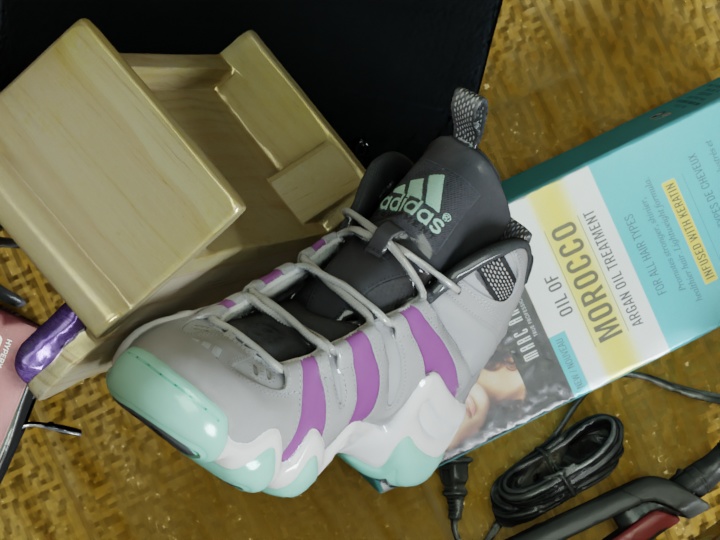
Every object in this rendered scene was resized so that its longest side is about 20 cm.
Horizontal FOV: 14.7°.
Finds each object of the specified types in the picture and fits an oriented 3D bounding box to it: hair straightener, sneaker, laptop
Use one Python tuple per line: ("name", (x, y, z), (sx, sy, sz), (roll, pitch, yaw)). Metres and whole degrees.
("hair straightener", (0.062, 0.096, 1.076), (0.200, 0.041, 0.077), (-32, 92, -6))
("sneaker", (0.000, 0.000, 0.937), (0.078, 0.200, 0.140), (35, 102, 20))
("laptop", (-0.037, -0.142, 1.088), (0.187, 0.116, 0.200), (12, 60, -6))

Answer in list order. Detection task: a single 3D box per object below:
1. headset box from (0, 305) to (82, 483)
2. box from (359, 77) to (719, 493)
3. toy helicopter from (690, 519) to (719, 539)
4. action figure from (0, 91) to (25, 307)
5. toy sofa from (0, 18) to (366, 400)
("headset box", (-0.194, 0.026, 1.000), (0.200, 0.149, 0.075), (22, 86, -4))
("box", (0.076, 0.003, 1.072), (0.200, 0.049, 0.082), (-26, 98, -6))
("toy helicopter", (0.188, 0.065, 1.042), (0.200, 0.132, 0.079), (-42, 96, -5))
("action figure", (-0.187, -0.067, 1.000), (0.102, 0.119, 0.200), (-18, 62, -22))
("toy sofa", (-0.074, -0.025, 0.969), (0.098, 0.200, 0.083), (-41, 84, 14))
